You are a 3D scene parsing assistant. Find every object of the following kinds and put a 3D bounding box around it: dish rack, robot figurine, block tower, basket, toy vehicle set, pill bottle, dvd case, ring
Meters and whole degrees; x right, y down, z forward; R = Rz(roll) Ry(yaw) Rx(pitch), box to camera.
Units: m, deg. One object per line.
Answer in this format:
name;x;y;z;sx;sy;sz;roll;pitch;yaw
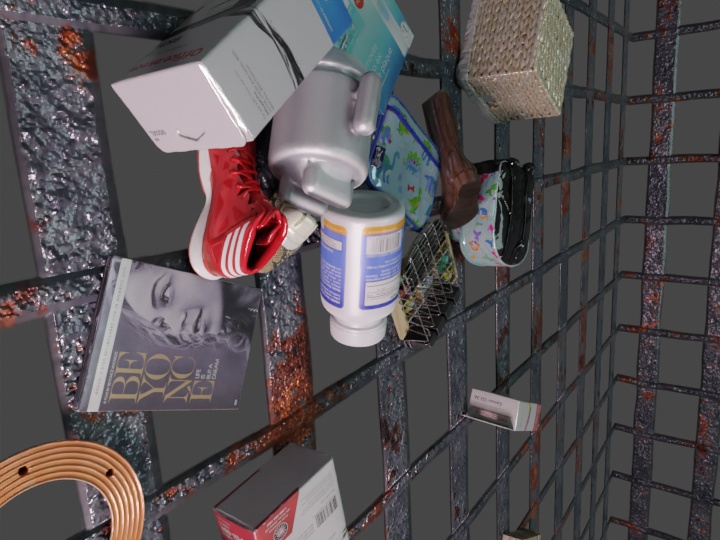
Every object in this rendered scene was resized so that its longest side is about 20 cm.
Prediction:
dish rack;0.109;0.021;0.909;0.154;0.054;0.200;-55;139;-35
robot figurine;-0.044;-0.167;0.622;0.113;0.169;0.201;21;68;-46
block tower;0.452;0.768;1.533;0.200;0.054;0.058;26;74;-53
basket;0.314;-0.426;1.094;0.198;0.160;0.201;23;78;-53
toy vehicle set;0.115;0.016;0.994;0.200;0.026;0.125;-48;130;-39
pill bottle;0.000;0.000;0.753;0.112;0.112;0.201;-32;134;-47
dvd case;-0.195;0.077;0.592;0.200;0.016;0.149;18;80;-53
ring;-0.289;0.252;0.489;0.200;0.019;0.201;-9;101;-52

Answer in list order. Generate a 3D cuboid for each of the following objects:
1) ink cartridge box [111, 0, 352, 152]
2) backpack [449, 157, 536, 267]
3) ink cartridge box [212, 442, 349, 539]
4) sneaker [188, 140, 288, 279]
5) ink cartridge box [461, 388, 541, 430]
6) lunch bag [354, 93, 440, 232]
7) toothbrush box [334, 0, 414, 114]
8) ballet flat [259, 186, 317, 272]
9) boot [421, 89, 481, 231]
ink cartridge box;-0.122;-0.216;0.542;0.200;0.144;0.084;-60;136;-30
backpack;0.258;-0.106;1.068;0.177;0.150;0.201;-2;89;-51
ink cartridge box;-0.093;0.357;0.714;0.147;0.083;0.201;-29;117;-47
sneaker;-0.116;-0.088;0.588;0.078;0.115;0.201;7;86;-53
ink cartridge box;0.323;0.318;1.243;0.200;0.116;0.068;23;78;-53
lunch bag;0.048;-0.162;0.838;0.200;0.082;0.161;38;62;-50
toothbrush box;-0.027;-0.321;0.709;0.200;0.085;0.147;42;62;-46
ballet flat;-0.073;-0.087;0.685;0.068;0.075;0.201;47;58;-44
boot;0.150;-0.192;0.965;0.187;0.064;0.201;100;-25;-64
